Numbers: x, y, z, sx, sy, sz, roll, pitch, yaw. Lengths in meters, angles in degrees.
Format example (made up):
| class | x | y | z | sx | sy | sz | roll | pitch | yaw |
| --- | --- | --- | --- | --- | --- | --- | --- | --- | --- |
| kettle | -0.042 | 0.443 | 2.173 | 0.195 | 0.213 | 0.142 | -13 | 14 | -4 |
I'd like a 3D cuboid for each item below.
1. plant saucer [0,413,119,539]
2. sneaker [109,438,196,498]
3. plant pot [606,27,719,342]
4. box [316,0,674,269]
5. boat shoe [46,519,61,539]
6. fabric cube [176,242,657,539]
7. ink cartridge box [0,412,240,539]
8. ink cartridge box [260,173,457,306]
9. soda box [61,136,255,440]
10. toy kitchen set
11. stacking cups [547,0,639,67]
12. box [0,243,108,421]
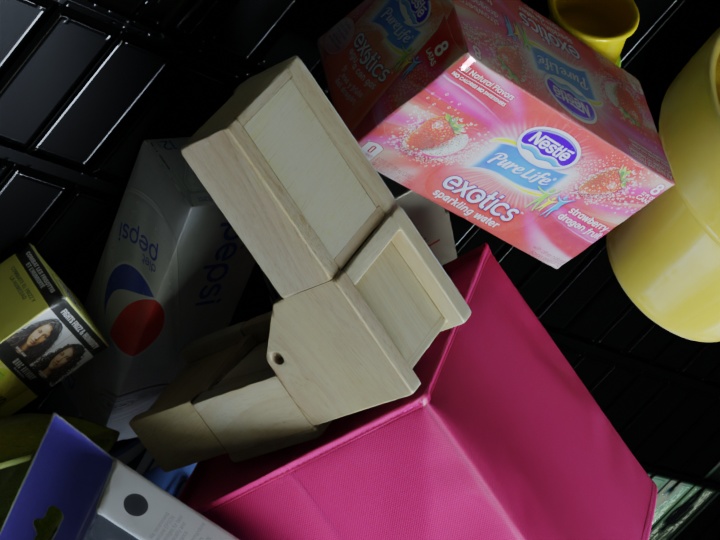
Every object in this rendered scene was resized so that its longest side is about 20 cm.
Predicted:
| class | x | y | z | sx | sy | sz | roll | pitch | yaw |
| --- | --- | --- | --- | --- | --- | --- | --- | --- | --- |
| plant saucer | -0.268 | 0.158 | 1.218 | 0.200 | 0.048 | 0.200 | -14 | 149 | -45 |
| sneaker | -0.119 | 0.142 | 1.394 | 0.200 | 0.082 | 0.074 | -40 | 145 | 2 |
| plant pot | 0.275 | -0.050 | 1.446 | 0.201 | 0.201 | 0.189 | -9 | 154 | -36 |
| box | 0.083 | -0.094 | 1.225 | 0.103 | 0.095 | 0.200 | -37 | 137 | 27 |
| boat shoe | -0.169 | 0.235 | 1.335 | 0.076 | 0.060 | 0.200 | -23 | 135 | -24 |
| fabric cube | 0.035 | 0.142 | 1.228 | 0.200 | 0.199 | 0.196 | -28 | -163 | 27 |
| ink cartridge box | -0.131 | 0.201 | 1.184 | 0.043 | 0.200 | 0.198 | -51 | 173 | -44 |
| ink cartridge box | 0.000 | 0.000 | 1.343 | 0.116 | 0.067 | 0.200 | -29 | 147 | -10 |
| soda box | -0.119 | 0.013 | 1.249 | 0.068 | 0.063 | 0.200 | -7 | 137 | -37 |
| toy kitchen set | -0.053 | -0.017 | 1.169 | 0.200 | 0.180 | 0.163 | -21 | -160 | 40 |
| stacking cups | 0.130 | -0.104 | 1.358 | 0.060 | 0.061 | 0.200 | -19 | 148 | -26 |
| box | -0.252 | 0.071 | 1.208 | 0.200 | 0.050 | 0.075 | -34 | 150 | -4 |
